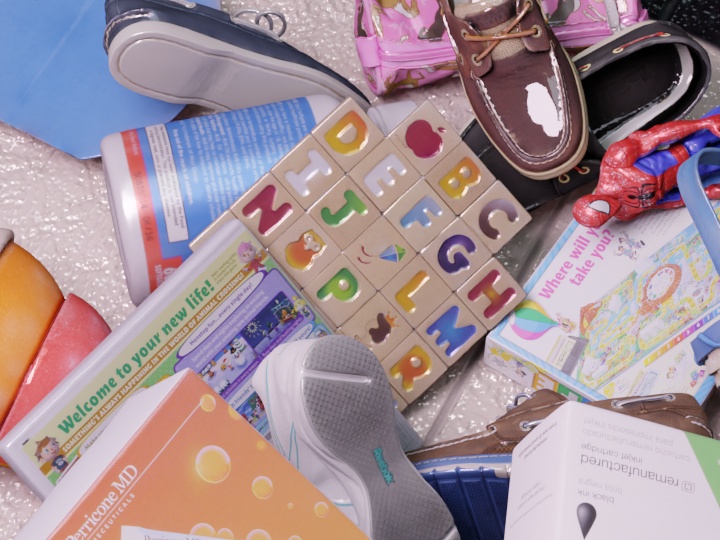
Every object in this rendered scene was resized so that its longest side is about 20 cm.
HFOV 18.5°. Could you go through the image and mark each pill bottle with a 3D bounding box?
[{"bbox_3d":[-0.055,-0.048,1.385,0.199,0.112,0.113,-12,60,-7],"label":"pill bottle"}]

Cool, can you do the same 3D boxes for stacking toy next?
[{"bbox_3d":[-0.166,0.077,1.313,0.199,0.146,0.146,26,60,-4],"label":"stacking toy"}]

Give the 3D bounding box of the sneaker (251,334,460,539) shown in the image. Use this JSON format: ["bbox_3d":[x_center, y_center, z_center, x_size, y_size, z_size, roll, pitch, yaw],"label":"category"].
[{"bbox_3d":[-0.001,0.128,1.275,0.070,0.080,0.201,-27,103,-30],"label":"sneaker"}]

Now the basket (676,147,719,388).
[{"bbox_3d":[0.282,0.017,1.320,0.176,0.139,0.201,-6,65,-40],"label":"basket"}]

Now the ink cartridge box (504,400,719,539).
[{"bbox_3d":[0.152,0.190,1.187,0.146,0.084,0.201,15,61,-13],"label":"ink cartridge box"}]

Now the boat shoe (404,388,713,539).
[{"bbox_3d":[0.111,0.113,1.314,0.199,0.072,0.073,-5,45,8],"label":"boat shoe"}]

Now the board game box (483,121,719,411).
[{"bbox_3d":[0.187,0.011,1.400,0.134,0.034,0.200,31,63,16],"label":"board game box"}]

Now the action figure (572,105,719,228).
[{"bbox_3d":[0.216,-0.077,1.396,0.199,0.066,0.052,-27,46,-17],"label":"action figure"}]

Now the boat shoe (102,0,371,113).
[{"bbox_3d":[-0.077,-0.130,1.421,0.199,0.075,0.062,13,45,-30],"label":"boat shoe"}]

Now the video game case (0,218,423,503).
[{"bbox_3d":[-0.083,0.102,1.291,0.200,0.022,0.182,-45,104,-24],"label":"video game case"}]

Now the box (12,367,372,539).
[{"bbox_3d":[-0.071,0.169,1.157,0.200,0.097,0.125,44,63,-9],"label":"box"}]

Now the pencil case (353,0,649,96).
[{"bbox_3d":[0.092,-0.166,1.477,0.199,0.087,0.083,-8,76,-5],"label":"pencil case"}]

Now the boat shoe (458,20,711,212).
[{"bbox_3d":[0.133,-0.090,1.416,0.201,0.063,0.074,-34,109,-3],"label":"boat shoe"}]

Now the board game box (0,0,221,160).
[{"bbox_3d":[-0.192,-0.150,1.488,0.199,0.039,0.158,25,68,16],"label":"board game box"}]

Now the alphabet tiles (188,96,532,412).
[{"bbox_3d":[0.000,0.000,1.341,0.200,0.006,0.167,-43,102,-2],"label":"alphabet tiles"}]

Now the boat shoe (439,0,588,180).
[{"bbox_3d":[0.083,-0.153,1.380,0.072,0.072,0.201,-21,73,15],"label":"boat shoe"}]
